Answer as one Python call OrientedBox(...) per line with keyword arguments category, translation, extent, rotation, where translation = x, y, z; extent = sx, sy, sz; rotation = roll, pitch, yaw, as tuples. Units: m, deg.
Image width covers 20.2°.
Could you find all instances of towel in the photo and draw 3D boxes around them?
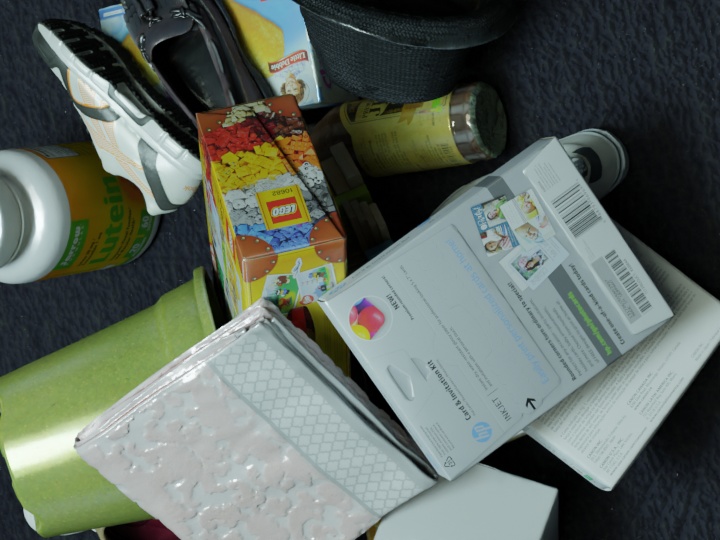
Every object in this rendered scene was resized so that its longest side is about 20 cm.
OrientedBox(category="towel", translation=(-0.074, 0.137, 1.459), extent=(0.191, 0.032, 0.200), rotation=(-36, 114, 22))

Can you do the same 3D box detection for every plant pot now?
OrientedBox(category="plant pot", translation=(-0.179, 0.118, 1.565), extent=(0.184, 0.200, 0.200), rotation=(-17, 87, -1))

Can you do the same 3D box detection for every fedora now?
OrientedBox(category="fedora", translation=(0.017, -0.186, 1.525), extent=(0.201, 0.201, 0.092), rotation=(25, 124, 25))

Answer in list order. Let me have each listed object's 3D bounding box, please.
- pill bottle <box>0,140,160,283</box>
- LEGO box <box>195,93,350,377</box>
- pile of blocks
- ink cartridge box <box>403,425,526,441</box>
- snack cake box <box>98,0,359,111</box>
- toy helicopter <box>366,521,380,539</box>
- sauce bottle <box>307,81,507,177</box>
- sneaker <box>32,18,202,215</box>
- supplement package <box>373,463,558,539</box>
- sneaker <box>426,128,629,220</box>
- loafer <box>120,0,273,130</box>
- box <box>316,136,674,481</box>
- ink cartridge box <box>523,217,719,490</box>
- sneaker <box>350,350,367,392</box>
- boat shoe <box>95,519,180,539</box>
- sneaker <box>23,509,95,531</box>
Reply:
OrientedBox(category="pill bottle", translation=(-0.265, -0.048, 1.677), extent=(0.111, 0.200, 0.111), rotation=(4, 99, 29))
OrientedBox(category="LEGO box", translation=(-0.063, -0.006, 1.494), extent=(0.200, 0.077, 0.149), rotation=(89, 165, -50))
OrientedBox(category="pile of blocks", translation=(0.000, 0.000, 1.526), extent=(0.062, 0.082, 0.200), rotation=(-25, 66, -2))
OrientedBox(category="ink cartridge box", translation=(0.093, 0.079, 1.566), extent=(0.200, 0.067, 0.117), rotation=(-28, 83, 29))
OrientedBox(category="snack cake box", translation=(-0.109, -0.176, 1.649), extent=(0.200, 0.067, 0.115), rotation=(-9, 91, 30))
OrientedBox(category="toy helicopter", translation=(0.023, 0.258, 1.640), extent=(0.132, 0.079, 0.200), rotation=(-23, 74, 39))
OrientedBox(category="sauce bottle", translation=(0.014, -0.105, 1.589), extent=(0.200, 0.065, 0.065), rotation=(-7, 93, 28))
OrientedBox(category="sneaker", translation=(-0.202, -0.125, 1.630), extent=(0.200, 0.074, 0.080), rotation=(46, 119, 16))
OrientedBox(category="supplement package", translation=(0.063, 0.254, 1.511), extent=(0.121, 0.120, 0.200), rotation=(16, 65, 15))
OrientedBox(category="sneaker", translation=(0.109, -0.048, 1.539), extent=(0.200, 0.071, 0.073), rotation=(-36, 79, 28))
OrientedBox(category="loafer", translation=(-0.134, -0.172, 1.589), extent=(0.072, 0.063, 0.200), rotation=(-42, 77, 27))
OrientedBox(category="box", translation=(0.095, 0.026, 1.411), extent=(0.200, 0.041, 0.156), rotation=(-36, 97, -9))
OrientedBox(category="ink cartridge box", translation=(0.149, 0.038, 1.471), extent=(0.200, 0.050, 0.161), rotation=(37, 81, 5))
OrientedBox(category="sneaker", translation=(-0.027, 0.161, 1.608), extent=(0.076, 0.116, 0.200), rotation=(2, 113, -12))
OrientedBox(category="boat shoe", translation=(-0.137, 0.235, 1.660), extent=(0.200, 0.066, 0.074), rotation=(25, 108, -20))
OrientedBox(category="sneaker", translation=(-0.240, 0.194, 1.747), extent=(0.201, 0.108, 0.067), rotation=(-16, 88, 30))
